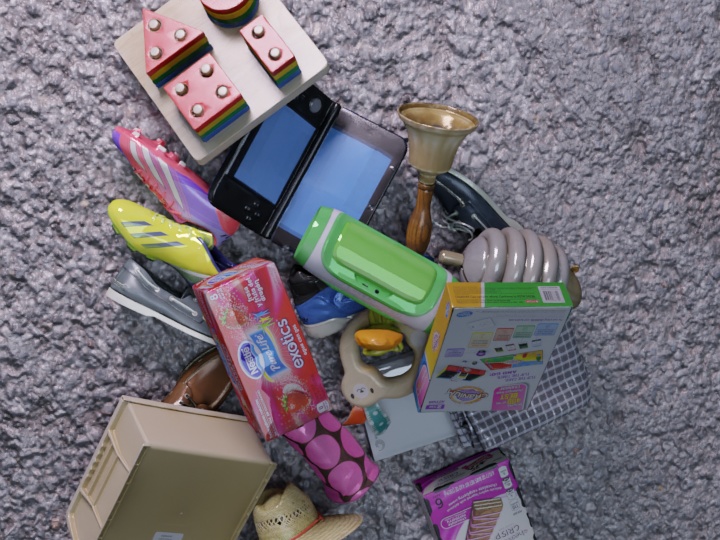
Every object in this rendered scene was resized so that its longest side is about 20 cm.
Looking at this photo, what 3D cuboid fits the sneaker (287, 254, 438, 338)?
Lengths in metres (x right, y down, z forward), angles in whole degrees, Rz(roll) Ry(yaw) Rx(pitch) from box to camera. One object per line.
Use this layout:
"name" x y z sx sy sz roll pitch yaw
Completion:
"sneaker" 0.000 0.000 1.462 0.199 0.077 0.112 -23 113 1

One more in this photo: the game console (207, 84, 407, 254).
"game console" -0.064 -0.126 1.389 0.170 0.118 0.201 33 84 -49

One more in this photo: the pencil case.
"pencil case" -0.066 0.224 1.489 0.200 0.093 0.091 51 44 -14

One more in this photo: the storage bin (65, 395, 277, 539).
"storage bin" -0.241 0.281 1.409 0.199 0.094 0.200 16 111 -38

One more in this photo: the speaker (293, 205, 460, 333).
"speaker" 0.021 0.000 1.361 0.199 0.088 0.089 29 94 -7

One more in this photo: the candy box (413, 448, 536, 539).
"candy box" 0.173 0.370 1.572 0.135 0.061 0.201 -22 104 -7

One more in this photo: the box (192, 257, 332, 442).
"box" -0.121 0.094 1.357 0.095 0.100 0.201 -24 101 -15

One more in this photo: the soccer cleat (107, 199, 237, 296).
"soccer cleat" -0.228 -0.035 1.405 0.200 0.065 0.084 38 119 -11

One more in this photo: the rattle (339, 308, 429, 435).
"rattle" 0.016 0.152 1.416 0.129 0.143 0.201 23 111 -13

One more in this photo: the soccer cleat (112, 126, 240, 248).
"soccer cleat" -0.239 -0.106 1.407 0.199 0.067 0.077 35 97 -17

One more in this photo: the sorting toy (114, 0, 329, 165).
"sorting toy" -0.175 -0.270 1.338 0.199 0.070 0.199 -37 75 -2

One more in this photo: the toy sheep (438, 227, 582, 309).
"toy sheep" 0.194 0.009 1.417 0.198 0.138 0.139 16 97 -17

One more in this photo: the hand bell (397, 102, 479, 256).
"hand bell" 0.083 -0.103 1.414 0.103 0.104 0.202 3 116 -11

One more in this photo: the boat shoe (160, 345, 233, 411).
"boat shoe" -0.228 0.184 1.458 0.072 0.068 0.200 41 91 -15

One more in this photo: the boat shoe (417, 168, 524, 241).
"boat shoe" 0.147 -0.070 1.482 0.200 0.075 0.062 39 80 -24

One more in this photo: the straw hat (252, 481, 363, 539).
"straw hat" -0.098 0.325 1.452 0.200 0.201 0.086 -24 91 -6

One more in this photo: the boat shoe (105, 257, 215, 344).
"boat shoe" -0.226 0.046 1.431 0.199 0.073 0.062 25 87 -14

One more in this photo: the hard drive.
"hard drive" 0.095 0.173 1.539 0.198 0.027 0.133 -17 103 -7

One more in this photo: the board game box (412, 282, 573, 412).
"board game box" 0.157 0.097 1.358 0.152 0.041 0.201 1 136 -14

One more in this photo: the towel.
"towel" 0.207 0.137 1.499 0.199 0.085 0.167 -23 104 -17
